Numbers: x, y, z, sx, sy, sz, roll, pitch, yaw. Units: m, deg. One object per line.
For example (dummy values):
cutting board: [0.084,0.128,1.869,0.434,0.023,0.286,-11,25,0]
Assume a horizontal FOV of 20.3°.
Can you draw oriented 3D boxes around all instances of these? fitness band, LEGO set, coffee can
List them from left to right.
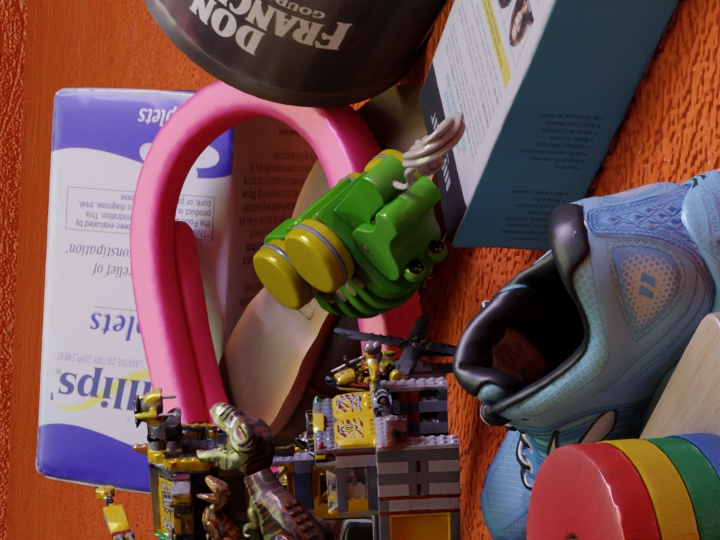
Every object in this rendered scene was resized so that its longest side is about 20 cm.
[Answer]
fitness band: [-0.041,0.010,0.921,0.143,0.037,0.201,-21,77,36]
LEGO set: [-0.026,0.074,0.763,0.200,0.153,0.117,-73,-17,-69]
coffee can: [-0.003,-0.184,0.840,0.200,0.145,0.147,123,146,-54]

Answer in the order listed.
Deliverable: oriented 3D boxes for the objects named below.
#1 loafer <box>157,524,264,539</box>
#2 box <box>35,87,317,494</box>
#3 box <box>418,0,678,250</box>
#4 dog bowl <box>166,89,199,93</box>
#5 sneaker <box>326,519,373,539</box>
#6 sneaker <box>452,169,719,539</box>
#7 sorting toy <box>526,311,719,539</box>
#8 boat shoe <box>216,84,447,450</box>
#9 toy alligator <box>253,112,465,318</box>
loafer: [-0.045,0.204,1.058,0.063,0.071,0.201,-54,-58,-83]
box: [-0.088,0.008,1.081,0.184,0.104,0.202,-6,-80,-73]
box: [0.075,-0.101,0.749,0.201,0.049,0.083,111,156,-48]
dog bowl: [-0.097,-0.016,1.305,0.200,0.078,0.202,-177,90,-75]
sneaker: [-0.012,0.164,0.982,0.090,0.078,0.202,-143,60,-82]
sneaker: [0.069,0.031,0.677,0.201,0.089,0.079,109,157,-51]
sorting toy: [0.089,0.151,0.590,0.201,0.069,0.200,108,153,-45]
boat shoe: [0.000,0.000,0.957,0.070,0.070,0.201,52,121,36]
toy alligator: [0.009,-0.012,0.803,0.054,0.059,0.200,51,157,-5]
